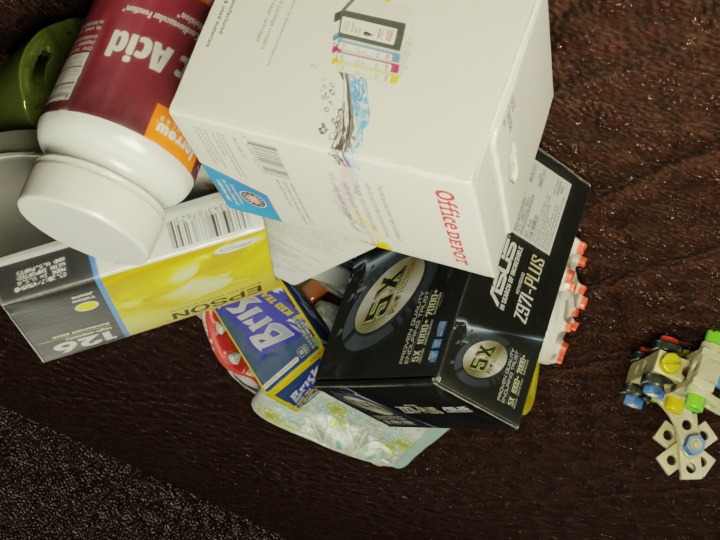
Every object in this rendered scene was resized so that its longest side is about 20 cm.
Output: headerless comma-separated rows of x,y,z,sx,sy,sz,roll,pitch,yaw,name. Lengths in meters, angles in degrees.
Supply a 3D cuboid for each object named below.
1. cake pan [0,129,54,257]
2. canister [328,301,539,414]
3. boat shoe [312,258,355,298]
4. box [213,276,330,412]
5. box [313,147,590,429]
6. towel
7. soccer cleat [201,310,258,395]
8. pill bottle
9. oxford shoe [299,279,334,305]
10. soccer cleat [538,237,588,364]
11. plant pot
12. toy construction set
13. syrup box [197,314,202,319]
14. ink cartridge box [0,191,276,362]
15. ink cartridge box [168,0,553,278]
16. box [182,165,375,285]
-0.243,-0.038,1.125,0.198,0.037,0.201,-3,145,-2,cake pan
0.070,0.090,1.482,0.198,0.088,0.148,7,171,20,canister
0.000,0.000,1.330,0.198,0.071,0.070,25,-173,-18,boat shoe
-0.092,0.023,1.300,0.201,0.070,0.064,54,-172,30,box
0.068,0.012,1.125,0.086,0.202,0.163,29,161,-29,box
0.000,0.116,1.400,0.170,0.049,0.200,24,145,-11,towel
-0.116,0.082,1.501,0.085,0.069,0.200,21,157,43,soccer cleat
-0.152,-0.115,1.008,0.113,0.202,0.114,18,162,6,pill bottle
-0.067,0.010,1.451,0.073,0.071,0.200,53,167,2,oxford shoe
0.152,0.016,1.271,0.077,0.070,0.201,20,155,17,soccer cleat
-0.244,-0.106,1.199,0.199,0.202,0.190,27,150,-18,plant pot
0.313,0.117,1.350,0.130,0.093,0.200,21,151,-2,toy construction set
-0.149,0.002,1.528,0.081,0.079,0.200,7,158,34,syrup box
-0.163,0.014,1.124,0.196,0.047,0.200,-18,160,-5,ink cartridge box
0.010,-0.108,0.939,0.198,0.146,0.147,16,162,16,ink cartridge box
-0.065,-0.081,1.160,0.151,0.107,0.200,27,161,-17,box
